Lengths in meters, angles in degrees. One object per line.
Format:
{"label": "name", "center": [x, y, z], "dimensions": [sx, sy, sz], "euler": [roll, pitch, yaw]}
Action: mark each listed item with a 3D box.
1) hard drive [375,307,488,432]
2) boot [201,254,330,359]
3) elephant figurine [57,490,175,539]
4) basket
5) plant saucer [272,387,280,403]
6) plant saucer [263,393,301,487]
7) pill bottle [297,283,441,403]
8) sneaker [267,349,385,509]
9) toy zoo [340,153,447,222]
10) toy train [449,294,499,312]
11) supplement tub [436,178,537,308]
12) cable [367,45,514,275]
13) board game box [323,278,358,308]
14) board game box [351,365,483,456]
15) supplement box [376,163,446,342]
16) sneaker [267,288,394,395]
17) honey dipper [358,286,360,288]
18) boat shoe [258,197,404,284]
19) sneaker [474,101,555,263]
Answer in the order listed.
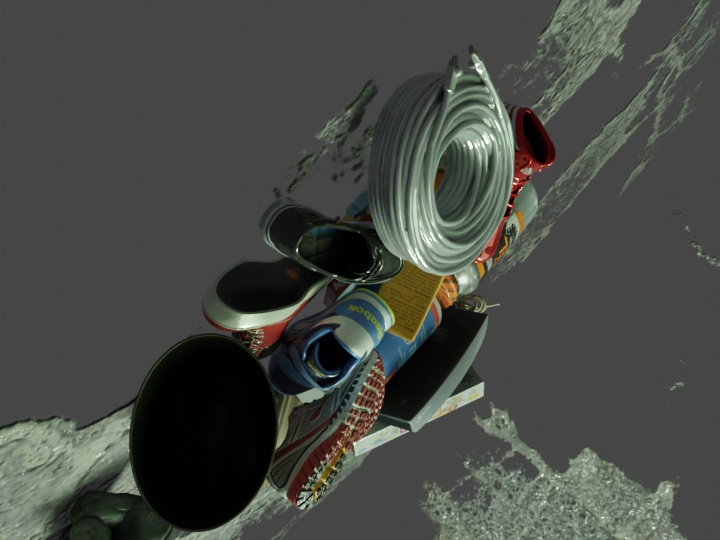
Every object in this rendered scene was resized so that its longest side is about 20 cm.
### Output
{"label": "hard drive", "center": [0.076, 0.127, 1.188], "dimensions": [0.200, 0.134, 0.042], "euler": [-49, 130, -33]}
{"label": "boot", "center": [-0.116, 0.057, 0.921], "dimensions": [0.144, 0.072, 0.200], "euler": [-53, 168, 24]}
{"label": "elephant figurine", "center": [-0.312, 0.342, 1.042], "dimensions": [0.200, 0.155, 0.142], "euler": [-46, -148, 37]}
{"label": "basket", "center": [-0.152, 0.161, 0.921], "dimensions": [0.200, 0.135, 0.181], "euler": [123, -27, -81]}
{"label": "plant saucer", "center": [-0.187, 0.217, 1.151], "dimensions": [0.200, 0.050, 0.200], "euler": [-46, 165, -16]}
{"label": "plant saucer", "center": [-0.096, 0.195, 1.206], "dimensions": [0.200, 0.029, 0.201], "euler": [14, 90, -90]}
{"label": "pill bottle", "center": [0.004, 0.094, 1.139], "dimensions": [0.200, 0.112, 0.112], "euler": [-45, 165, -27]}
{"label": "sneaker", "center": [-0.040, 0.166, 1.015], "dimensions": [0.200, 0.082, 0.078], "euler": [-51, 150, -26]}
{"label": "toy zoo", "center": [0.033, -0.080, 1.069], "dimensions": [0.131, 0.020, 0.200], "euler": [-54, 163, 24]}
{"label": "toy train", "center": [0.121, 0.017, 1.310], "dimensions": [0.199, 0.085, 0.116], "euler": [-6, 136, -13]}
{"label": "supplement tub", "center": [0.138, -0.052, 1.197], "dimensions": [0.200, 0.122, 0.123], "euler": [-48, 166, -22]}
{"label": "cable", "center": [0.083, -0.099, 0.903], "dimensions": [0.200, 0.069, 0.201], "euler": [45, 68, -50]}
{"label": "board game box", "center": [0.000, 0.000, 1.065], "dimensions": [0.103, 0.019, 0.200], "euler": [-42, 177, -8]}
{"label": "board game box", "center": [0.051, 0.158, 1.239], "dimensions": [0.199, 0.135, 0.034], "euler": [-22, 138, -16]}
{"label": "supplement box", "center": [0.075, -0.022, 1.048], "dimensions": [0.067, 0.069, 0.201], "euler": [-65, 177, -78]}
{"label": "sneaker", "center": [-0.049, 0.093, 0.986], "dimensions": [0.200, 0.074, 0.082], "euler": [-41, -168, 41]}
{"label": "honey dipper", "center": [-0.023, 0.061, 1.244], "dimensions": [0.038, 0.038, 0.200], "euler": [-33, 158, -42]}
{"label": "boat shoe", "center": [-0.012, -0.019, 0.888], "dimensions": [0.200, 0.066, 0.070], "euler": [25, 100, -49]}
{"label": "sneaker", "center": [0.167, -0.100, 1.065], "dimensions": [0.078, 0.115, 0.201], "euler": [-6, 104, -29]}
